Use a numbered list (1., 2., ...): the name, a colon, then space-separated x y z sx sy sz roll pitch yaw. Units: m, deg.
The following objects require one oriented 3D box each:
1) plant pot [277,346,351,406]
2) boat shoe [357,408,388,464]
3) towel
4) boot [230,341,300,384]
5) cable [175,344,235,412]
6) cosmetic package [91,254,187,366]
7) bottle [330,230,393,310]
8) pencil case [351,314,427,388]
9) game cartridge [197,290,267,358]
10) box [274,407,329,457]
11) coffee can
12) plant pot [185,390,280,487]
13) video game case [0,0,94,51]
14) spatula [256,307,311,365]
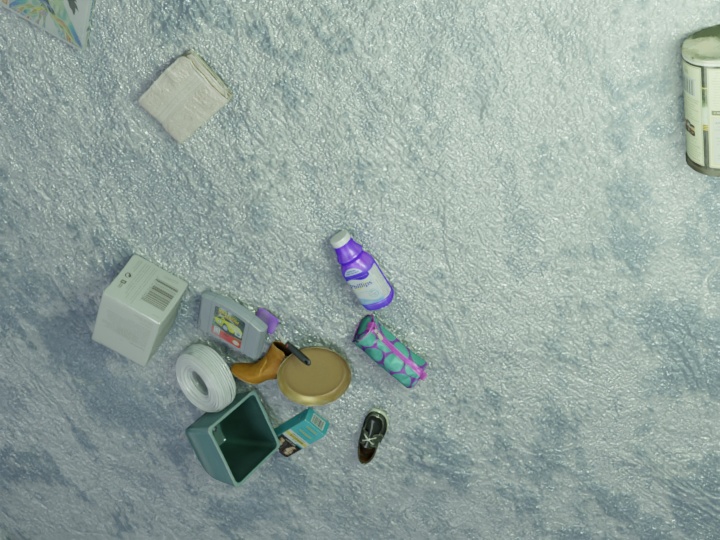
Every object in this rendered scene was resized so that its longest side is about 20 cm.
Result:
1. plant pot: -0.122 0.276 1.947 0.197 0.028 0.202 -3 123 -4
2. boat shoe: 0.032 0.466 2.057 0.071 0.068 0.202 20 130 6
3. towel: -0.372 -0.362 1.549 0.199 0.035 0.133 -31 112 37
4. boot: -0.251 0.245 1.988 0.199 0.071 0.145 16 126 3
5. cable: -0.437 0.302 2.061 0.198 0.069 0.202 18 127 34
6. cosmetic package: -0.578 0.106 1.922 0.164 0.166 0.201 29 131 -4
7. bottle: 0.000 0.000 1.685 0.083 0.066 0.201 -15 121 31
8. pencil case: 0.072 0.201 1.810 0.200 0.086 0.092 41 158 -15
9. game cartridge: -0.339 0.138 1.925 0.198 0.041 0.134 28 129 11
10. box: -0.184 0.478 2.157 0.082 0.049 0.199 41 130 -14
11. coffee can: 0.598 -0.274 1.182 0.144 0.147 0.202 -4 126 23
12. plant pot: -0.392 0.484 2.133 0.198 0.196 0.198 -9 110 42
13. video game case: -0.634 -0.570 1.484 0.198 0.022 0.183 29 132 -4
14. spatula: -0.198 0.176 1.888 0.200 0.020 0.057 43 121 21
